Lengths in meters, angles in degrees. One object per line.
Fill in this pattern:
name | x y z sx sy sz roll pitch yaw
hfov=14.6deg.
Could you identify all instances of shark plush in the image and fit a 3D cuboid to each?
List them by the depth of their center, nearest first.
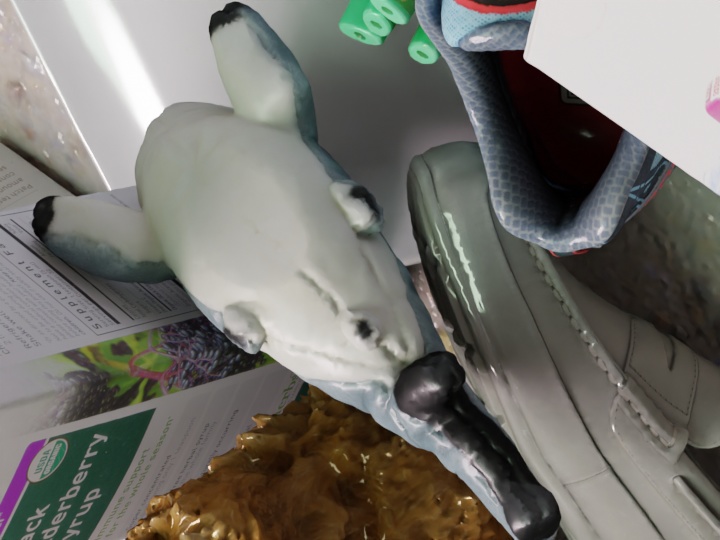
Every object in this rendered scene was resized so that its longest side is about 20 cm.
shark plush | 0.000 0.000 0.803 0.200 0.091 0.083 32 176 37

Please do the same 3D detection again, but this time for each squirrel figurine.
squirrel figurine | -0.023 0.132 0.844 0.200 0.186 0.142 64 175 -30

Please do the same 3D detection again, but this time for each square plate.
square plate | -0.039 -0.088 0.885 0.198 0.028 0.200 -15 105 50

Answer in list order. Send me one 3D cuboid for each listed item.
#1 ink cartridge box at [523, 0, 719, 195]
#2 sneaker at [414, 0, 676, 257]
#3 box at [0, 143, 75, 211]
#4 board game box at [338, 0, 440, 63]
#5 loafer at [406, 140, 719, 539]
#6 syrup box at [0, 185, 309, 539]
ink cartridge box | 0.122 -0.067 0.657 0.200 0.115 0.068 38 143 22
sneaker | 0.053 -0.093 0.718 0.079 0.096 0.200 -2 121 21
box | -0.104 0.078 1.012 0.200 0.106 0.152 35 138 25
board game box | -0.083 -0.136 0.765 0.200 0.026 0.200 19 161 34
loafer | 0.078 0.043 0.823 0.200 0.070 0.070 60 -178 -20
syrup box | -0.094 0.034 0.836 0.081 0.200 0.079 38 116 22
